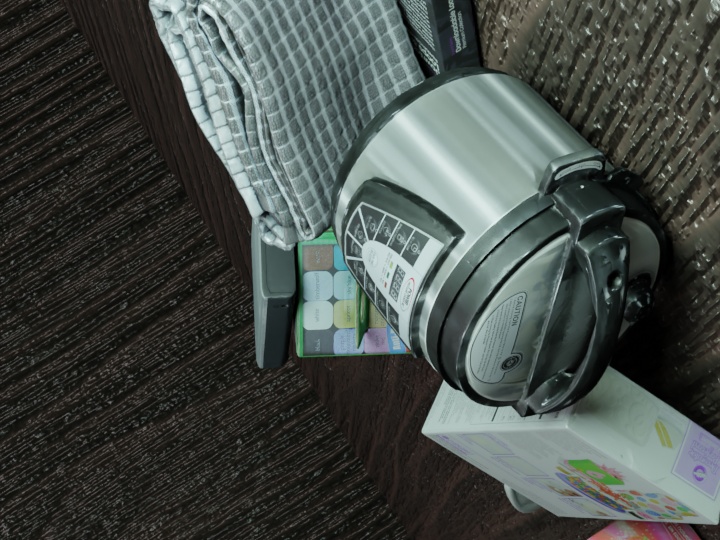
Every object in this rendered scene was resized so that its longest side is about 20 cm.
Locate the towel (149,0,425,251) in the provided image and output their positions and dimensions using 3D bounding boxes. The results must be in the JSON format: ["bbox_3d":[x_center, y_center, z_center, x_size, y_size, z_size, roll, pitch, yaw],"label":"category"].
[{"bbox_3d":[-0.036,-0.134,1.041,0.085,0.166,0.200,-1,124,38],"label":"towel"}]

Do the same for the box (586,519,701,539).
[{"bbox_3d":[0.274,0.301,1.281,0.200,0.095,0.103,53,169,28],"label":"box"}]

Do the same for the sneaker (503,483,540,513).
[{"bbox_3d":[0.149,0.151,1.527,0.099,0.071,0.200,50,162,47],"label":"sneaker"}]

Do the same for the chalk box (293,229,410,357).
[{"bbox_3d":[0.000,0.000,1.387,0.200,0.123,0.125,-105,15,-65],"label":"chalk box"}]

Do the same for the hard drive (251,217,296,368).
[{"bbox_3d":[-0.081,-0.006,1.407,0.200,0.033,0.140,102,165,-68],"label":"hard drive"}]

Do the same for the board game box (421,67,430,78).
[{"bbox_3d":[-0.001,-0.167,1.214,0.103,0.019,0.200,106,147,-41],"label":"board game box"}]

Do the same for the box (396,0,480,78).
[{"bbox_3d":[0.025,-0.227,1.063,0.143,0.036,0.200,52,168,32],"label":"box"}]

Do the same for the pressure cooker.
[{"bbox_3d":[0.096,-0.014,0.977,0.200,0.179,0.176,51,-172,35],"label":"pressure cooker"}]

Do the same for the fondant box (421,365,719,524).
[{"bbox_3d":[0.157,0.127,1.121,0.144,0.058,0.200,33,161,-20],"label":"fondant box"}]
